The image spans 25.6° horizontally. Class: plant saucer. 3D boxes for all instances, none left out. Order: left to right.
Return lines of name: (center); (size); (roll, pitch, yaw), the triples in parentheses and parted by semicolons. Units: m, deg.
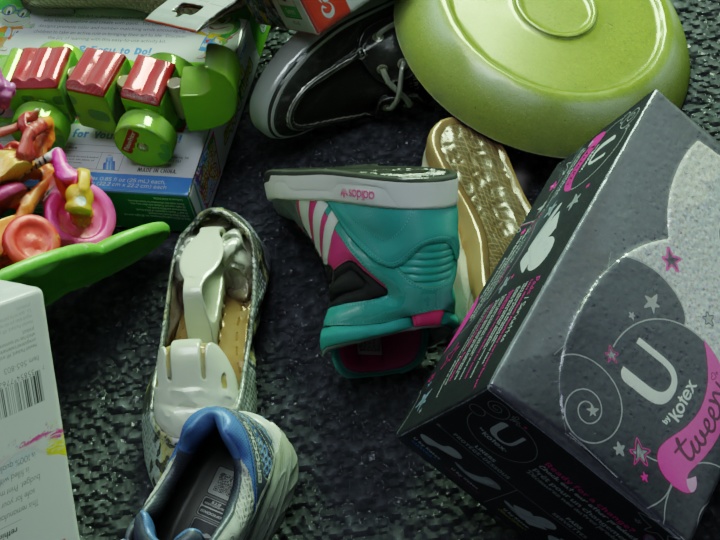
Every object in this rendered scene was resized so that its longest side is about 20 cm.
plant saucer: (0.120, -0.159, 1.006); (0.197, 0.031, 0.202); (7, 54, -9)

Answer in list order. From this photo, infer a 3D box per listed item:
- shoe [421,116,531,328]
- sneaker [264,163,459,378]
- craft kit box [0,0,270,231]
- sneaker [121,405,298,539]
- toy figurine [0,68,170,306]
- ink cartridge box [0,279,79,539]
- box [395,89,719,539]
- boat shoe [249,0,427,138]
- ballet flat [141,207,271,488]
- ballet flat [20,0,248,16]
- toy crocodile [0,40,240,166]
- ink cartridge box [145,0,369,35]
shoe: (0.081, 0.000, 0.932); (0.069, 0.054, 0.202); (0, 52, -24)
sneaker: (0.000, 0.000, 0.927); (0.083, 0.122, 0.200); (-4, 7, -23)
craft kit box: (-0.177, -0.121, 1.077); (0.197, 0.049, 0.199); (5, 58, 15)
sneaker: (-0.097, 0.160, 0.809); (0.076, 0.085, 0.202); (9, 71, 18)
toy figurine: (-0.237, -0.065, 0.944); (0.199, 0.150, 0.186); (-24, 84, -31)
ink cartridge box: (-0.212, 0.116, 0.813); (0.067, 0.203, 0.115); (8, 20, 40)
box: (0.134, 0.034, 0.819); (0.132, 0.115, 0.201); (37, 63, -7)
boat shoe: (0.020, -0.141, 1.031); (0.199, 0.071, 0.064); (-34, 54, -16)
ballet flat: (-0.093, 0.045, 0.919); (0.071, 0.072, 0.202); (-3, 54, 10)
ballet flat: (-0.149, -0.208, 1.081); (0.197, 0.047, 0.068); (2, 55, 13)
toy crocodile: (-0.168, -0.115, 1.006); (0.198, 0.062, 0.068); (6, 55, 17)
ink cartridge box: (-0.031, -0.191, 1.010); (0.199, 0.051, 0.109); (-36, 24, -13)
